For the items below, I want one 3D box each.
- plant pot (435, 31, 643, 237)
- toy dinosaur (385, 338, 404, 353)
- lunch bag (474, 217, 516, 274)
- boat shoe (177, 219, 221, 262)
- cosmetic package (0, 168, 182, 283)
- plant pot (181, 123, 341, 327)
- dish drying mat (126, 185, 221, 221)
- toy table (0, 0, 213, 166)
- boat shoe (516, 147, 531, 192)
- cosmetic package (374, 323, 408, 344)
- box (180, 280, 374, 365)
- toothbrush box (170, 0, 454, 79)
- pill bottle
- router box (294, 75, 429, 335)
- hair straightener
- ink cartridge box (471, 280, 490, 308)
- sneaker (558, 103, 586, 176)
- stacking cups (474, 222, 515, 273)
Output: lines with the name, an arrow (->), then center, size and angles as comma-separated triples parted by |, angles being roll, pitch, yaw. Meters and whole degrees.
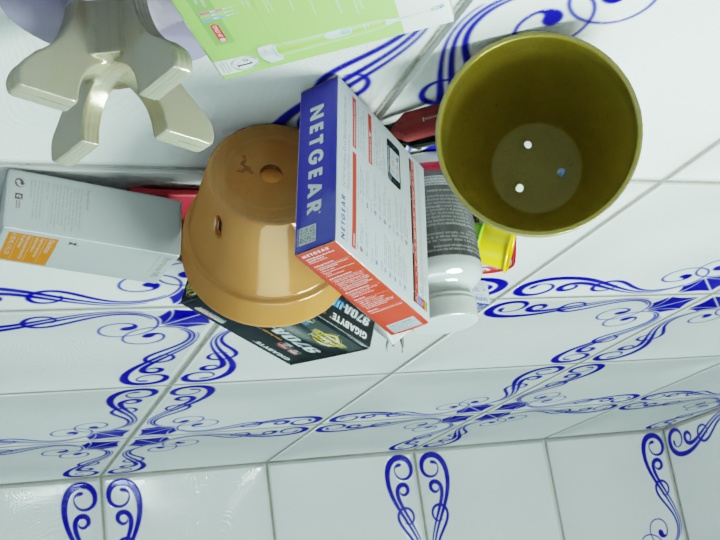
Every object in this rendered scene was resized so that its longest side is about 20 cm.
plant pot -> 0.180, -0.122, 1.089 | 0.197, 0.203, 0.142 | -11, 170, 7
toy dinosaur -> 0.092, 0.021, 1.623 | 0.199, 0.077, 0.103 | -41, 148, -19
lunch bag -> 0.118, -0.034, 1.489 | 0.197, 0.083, 0.176 | -8, 165, 6
boat shoe -> -0.157, -0.029, 1.378 | 0.197, 0.071, 0.070 | 0, 156, -26
cosmetic package -> -0.313, -0.047, 1.218 | 0.197, 0.072, 0.101 | 9, 156, -25
plant pot -> -0.097, -0.060, 1.156 | 0.197, 0.202, 0.141 | -5, 146, -11
dish drying mat -> -0.193, -0.081, 1.297 | 0.197, 0.018, 0.077 | 0, 159, -26
toy table -> -0.198, -0.173, 0.870 | 0.198, 0.119, 0.183 | 5, 157, -34
boat shoe -> 0.168, -0.113, 1.302 | 0.060, 0.073, 0.202 | 34, 170, -1
cosmetic package -> 0.000, 0.000, 1.367 | 0.050, 0.082, 0.201 | -38, 129, -12
box -> -0.103, 0.051, 1.351 | 0.158, 0.047, 0.199 | -15, 143, 42
toothbrush box -> -0.038, -0.235, 0.806 | 0.197, 0.087, 0.146 | -11, 161, 9
pill bottle -> 0.087, -0.030, 1.283 | 0.109, 0.203, 0.111 | -7, 161, -3
router box -> 0.005, -0.065, 1.087 | 0.048, 0.203, 0.179 | -18, 143, 27
hair straightener -> 0.046, -0.140, 1.194 | 0.198, 0.042, 0.077 | -17, 159, 23
ink cartridge box -> 0.112, 0.041, 1.750 | 0.198, 0.045, 0.094 | 7, 158, -40
sneaker -> 0.256, -0.145, 1.201 | 0.077, 0.090, 0.200 | -8, 159, -2
stacking cups -> 0.100, -0.050, 1.378 | 0.197, 0.061, 0.061 | 15, 166, 14
